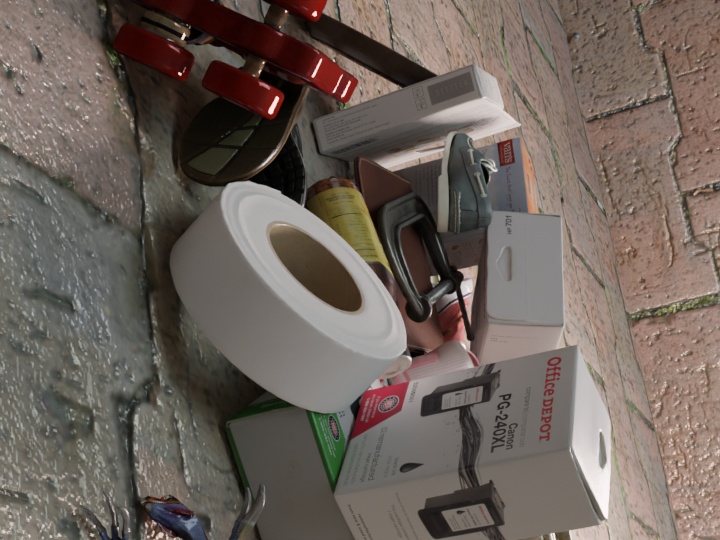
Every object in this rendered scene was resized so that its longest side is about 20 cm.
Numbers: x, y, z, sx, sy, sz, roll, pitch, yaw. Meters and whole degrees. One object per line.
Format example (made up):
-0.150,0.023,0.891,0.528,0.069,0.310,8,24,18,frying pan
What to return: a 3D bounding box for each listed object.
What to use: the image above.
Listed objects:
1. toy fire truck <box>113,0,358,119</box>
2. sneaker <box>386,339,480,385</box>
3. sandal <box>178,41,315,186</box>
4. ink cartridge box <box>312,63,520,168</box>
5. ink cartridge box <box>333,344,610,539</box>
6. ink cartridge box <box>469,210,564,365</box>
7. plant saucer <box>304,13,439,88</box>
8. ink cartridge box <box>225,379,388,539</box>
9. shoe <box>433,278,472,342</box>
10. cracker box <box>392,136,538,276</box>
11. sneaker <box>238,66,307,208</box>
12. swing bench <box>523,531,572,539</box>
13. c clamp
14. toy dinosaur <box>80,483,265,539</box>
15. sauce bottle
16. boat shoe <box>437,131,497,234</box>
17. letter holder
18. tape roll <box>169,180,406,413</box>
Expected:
-0.107,-0.200,1.071,0.112,0.200,0.168,-66,170,2,toy fire truck
0.072,0.131,1.275,0.200,0.105,0.075,98,-33,-68,sneaker
-0.097,-0.138,1.142,0.055,0.082,0.200,102,9,-49,sandal
0.069,-0.173,1.462,0.176,0.200,0.045,8,67,-69,ink cartridge box
0.095,0.149,1.029,0.145,0.200,0.083,-71,141,-58,ink cartridge box
0.169,0.050,1.391,0.200,0.086,0.147,95,0,-57,ink cartridge box
0.016,-0.251,1.475,0.032,0.200,0.200,-62,159,6,plant saucer
-0.027,0.163,1.109,0.200,0.083,0.147,-36,108,-70,ink cartridge box
0.094,0.069,1.520,0.200,0.071,0.091,-28,107,-68,shoe
0.106,-0.067,1.476,0.058,0.200,0.134,56,26,-46,cracker box
-0.077,-0.096,1.202,0.088,0.076,0.200,49,30,-61,sneaker
0.166,0.288,1.354,0.200,0.130,0.199,16,61,-70,swing bench
0.071,0.001,1.288,0.200,0.027,0.171,-14,88,-69,c clamp
-0.147,0.214,0.818,0.181,0.105,0.200,27,86,-80,toy dinosaur
-0.003,0.007,1.167,0.066,0.066,0.200,40,27,-57,sauce bottle
0.119,-0.097,1.388,0.200,0.062,0.073,-74,165,-62,boat shoe
0.000,0.000,1.292,0.142,0.100,0.200,20,56,-64,letter holder
-0.058,0.019,1.038,0.202,0.071,0.203,37,21,-17,tape roll
